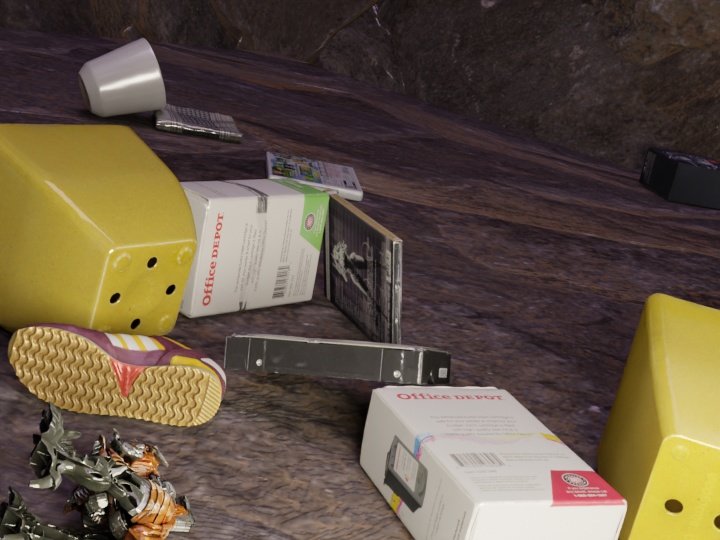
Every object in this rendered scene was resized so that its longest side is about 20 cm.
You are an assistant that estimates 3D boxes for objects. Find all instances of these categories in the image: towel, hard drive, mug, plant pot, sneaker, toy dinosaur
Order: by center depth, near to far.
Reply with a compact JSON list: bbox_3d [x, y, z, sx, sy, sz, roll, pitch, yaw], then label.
[{"bbox_3d":[-0.175,0.164,0.729,0.135,0.103,0.200,24,-10,-21],"label":"toy dinosaur"},{"bbox_3d":[0.320,0.169,0.909,0.198,0.202,0.177,16,28,12],"label":"plant pot"},{"bbox_3d":[-0.224,0.093,0.960,0.198,0.076,0.090,17,8,-6],"label":"sneaker"},{"bbox_3d":[-0.019,0.088,1.024,0.198,0.038,0.140,2,-5,17],"label":"hard drive"},{"bbox_3d":[-0.285,-0.024,1.085,0.199,0.196,0.195,35,26,32],"label":"plant pot"},{"bbox_3d":[-0.503,-0.379,2.157,0.152,0.187,0.150,-21,58,-20],"label":"mug"},{"bbox_3d":[-0.357,-0.328,2.242,0.191,0.035,0.200,7,17,-17],"label":"towel"}]

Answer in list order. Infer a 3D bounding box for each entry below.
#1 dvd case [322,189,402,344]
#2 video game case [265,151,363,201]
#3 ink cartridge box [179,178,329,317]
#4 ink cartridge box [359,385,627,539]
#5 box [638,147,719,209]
[{"bbox_3d":[0.000,0.000,1.264,0.016,0.150,0.200,-11,25,-24],"label":"dvd case"},{"bbox_3d":[-0.093,-0.184,1.996,0.180,0.022,0.200,10,18,-10],"label":"video game case"},{"bbox_3d":[-0.145,-0.032,1.265,0.084,0.147,0.199,25,21,39],"label":"ink cartridge box"},{"bbox_3d":[0.105,0.179,0.877,0.146,0.087,0.200,5,17,-24],"label":"ink cartridge box"},{"bbox_3d":[0.877,-0.243,2.733,0.198,0.105,0.182,8,19,-14],"label":"box"}]
